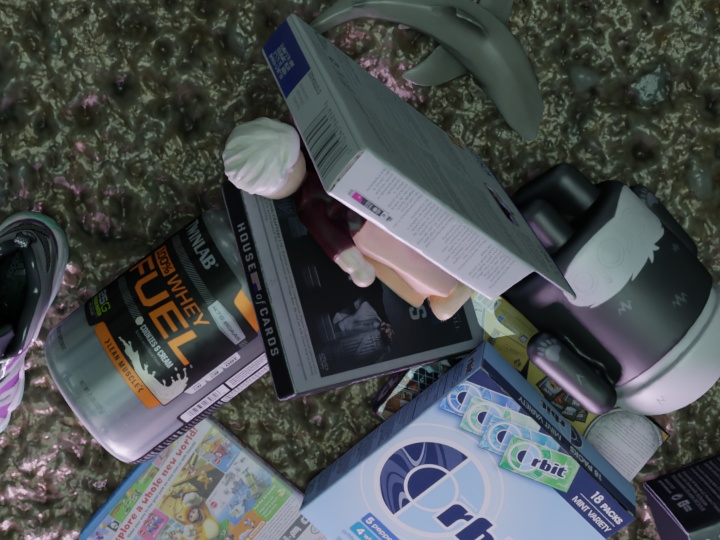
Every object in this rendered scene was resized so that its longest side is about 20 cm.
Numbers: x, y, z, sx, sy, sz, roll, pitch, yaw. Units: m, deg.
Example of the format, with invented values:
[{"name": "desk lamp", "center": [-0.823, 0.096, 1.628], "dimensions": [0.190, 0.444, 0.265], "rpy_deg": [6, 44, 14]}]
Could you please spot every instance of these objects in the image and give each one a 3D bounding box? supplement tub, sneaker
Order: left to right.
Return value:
[{"name": "sneaker", "center": [-0.278, 0.057, 0.955], "dimensions": [0.077, 0.140, 0.202], "rpy_deg": [19, 98, -7]}, {"name": "supplement tub", "center": [-0.121, 0.038, 0.971], "dimensions": [0.199, 0.123, 0.123], "rpy_deg": [-37, 100, 2]}]

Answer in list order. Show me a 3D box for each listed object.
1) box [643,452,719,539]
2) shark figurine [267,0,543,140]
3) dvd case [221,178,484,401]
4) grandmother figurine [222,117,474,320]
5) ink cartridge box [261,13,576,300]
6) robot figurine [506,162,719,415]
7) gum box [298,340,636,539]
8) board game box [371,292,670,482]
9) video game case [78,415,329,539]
[{"name": "box", "center": [0.355, 0.237, 1.037], "dimensions": [0.194, 0.124, 0.202], "rpy_deg": [-21, 101, -1]}, {"name": "shark figurine", "center": [0.045, -0.177, 0.962], "dimensions": [0.211, 0.090, 0.130], "rpy_deg": [11, 98, -7]}, {"name": "dvd case", "center": [0.000, 0.000, 0.936], "dimensions": [0.025, 0.199, 0.152], "rpy_deg": [-22, 81, 44]}, {"name": "grandmother figurine", "center": [-0.008, -0.037, 0.889], "dimensions": [0.199, 0.122, 0.061], "rpy_deg": [32, 115, -28]}, {"name": "ink cartridge box", "center": [0.035, -0.066, 0.881], "dimensions": [0.199, 0.197, 0.043], "rpy_deg": [34, 108, -33]}, {"name": "robot figurine", "center": [0.188, 0.016, 0.986], "dimensions": [0.200, 0.125, 0.150], "rpy_deg": [44, 98, -9]}, {"name": "gum box", "center": [0.080, 0.176, 1.013], "dimensions": [0.170, 0.045, 0.200], "rpy_deg": [43, 116, -11]}, {"name": "board game box", "center": [0.125, 0.117, 1.044], "dimensions": [0.199, 0.035, 0.136], "rpy_deg": [39, 96, -9]}, {"name": "video game case", "center": [-0.105, 0.222, 1.059], "dimensions": [0.200, 0.018, 0.143], "rpy_deg": [41, 96, -9]}]
